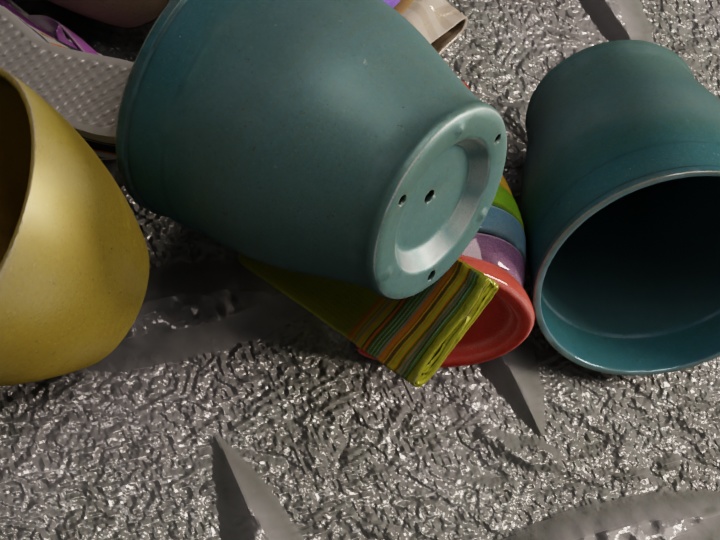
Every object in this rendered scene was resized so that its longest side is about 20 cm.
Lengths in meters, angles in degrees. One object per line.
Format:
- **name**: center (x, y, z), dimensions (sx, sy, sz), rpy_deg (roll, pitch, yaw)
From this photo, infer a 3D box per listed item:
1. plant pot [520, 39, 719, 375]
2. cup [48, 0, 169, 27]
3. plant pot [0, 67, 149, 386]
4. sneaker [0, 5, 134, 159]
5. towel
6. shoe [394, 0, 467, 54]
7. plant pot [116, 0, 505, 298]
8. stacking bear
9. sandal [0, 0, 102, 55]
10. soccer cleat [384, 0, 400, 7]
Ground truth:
- **plant pot**: center (0.202, -0.060, 1.594), dimensions (0.199, 0.201, 0.189), rpy_deg (8, 42, -22)
- **cup**: center (-0.176, -0.256, 1.540), dimensions (0.143, 0.200, 0.201), rpy_deg (50, 46, -27)
- **plant pot**: center (-0.217, -0.008, 1.364), dimensions (0.142, 0.199, 0.201), rpy_deg (28, 46, -42)
- **sneaker**: center (-0.216, -0.121, 1.460), dimensions (0.199, 0.079, 0.079), rpy_deg (23, 80, 15)
- **towel**: center (0.000, 0.000, 1.462), dimensions (0.200, 0.018, 0.086), rpy_deg (33, 82, 42)
- **shoe**: center (0.019, -0.148, 1.625), dimensions (0.053, 0.070, 0.200), rpy_deg (32, 49, 5)
- **plant pot**: center (-0.018, -0.082, 1.388), dimensions (0.188, 0.201, 0.200), rpy_deg (32, 47, 26)
- **stacking bear**: center (0.058, -0.043, 1.556), dimensions (0.113, 0.121, 0.201), rpy_deg (16, 51, -29)
- **sandal**: center (-0.225, -0.150, 1.517), dimensions (0.202, 0.050, 0.083), rpy_deg (33, 53, -7)
- **soccer cleat**: center (-0.038, -0.184, 1.554), dimensions (0.199, 0.068, 0.073), rpy_deg (-10, 51, -40)
